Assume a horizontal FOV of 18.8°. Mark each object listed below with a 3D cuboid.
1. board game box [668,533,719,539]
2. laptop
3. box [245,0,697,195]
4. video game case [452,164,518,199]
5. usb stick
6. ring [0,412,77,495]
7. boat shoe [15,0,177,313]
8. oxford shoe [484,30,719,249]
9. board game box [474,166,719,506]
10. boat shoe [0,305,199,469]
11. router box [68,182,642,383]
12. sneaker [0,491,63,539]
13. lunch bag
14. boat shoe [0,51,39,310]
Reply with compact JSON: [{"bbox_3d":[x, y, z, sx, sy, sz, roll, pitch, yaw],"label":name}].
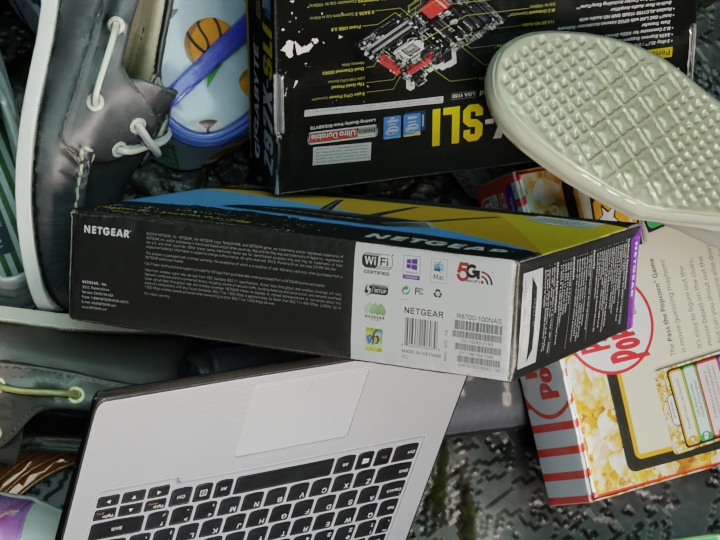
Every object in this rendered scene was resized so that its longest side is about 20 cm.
[{"bbox_3d":[0.193,0.183,0.985,0.199,0.029,0.135,-5,57,-12],"label":"board game box"},{"bbox_3d":[-0.025,0.148,0.900,0.186,0.201,0.116,-8,41,-34],"label":"laptop"},{"bbox_3d":[0.050,-0.125,0.940,0.199,0.049,0.161,-9,120,-15],"label":"box"},{"bbox_3d":[0.049,-0.150,1.009,0.143,0.018,0.200,-53,130,-19],"label":"video game case"},{"bbox_3d":[0.007,0.051,0.965,0.199,0.033,0.056,-3,81,-37],"label":"usb stick"},{"bbox_3d":[-0.106,0.146,0.963,0.199,0.019,0.202,3,74,-11],"label":"ring"},{"bbox_3d":[-0.108,-0.080,0.934,0.060,0.076,0.201,4,95,8],"label":"boat shoe"},{"bbox_3d":[0.137,-0.048,0.950,0.199,0.058,0.076,17,72,-23],"label":"oxford shoe"},{"bbox_3d":[0.165,0.012,1.011,0.199,0.046,0.153,-11,87,-22],"label":"board game box"},{"bbox_3d":[-0.147,0.054,0.932,0.200,0.072,0.061,-1,64,-15],"label":"boat shoe"},{"bbox_3d":[0.000,0.000,0.909,0.199,0.149,0.051,7,99,24],"label":"router box"},{"bbox_3d":[-0.206,0.119,0.887,0.199,0.114,0.073,1,76,-2],"label":"sneaker"},{"bbox_3d":[-0.057,-0.153,1.026,0.160,0.076,0.200,45,73,1],"label":"lunch bag"},{"bbox_3d":[-0.184,-0.075,0.982,0.073,0.067,0.201,-27,82,-17],"label":"boat shoe"}]
